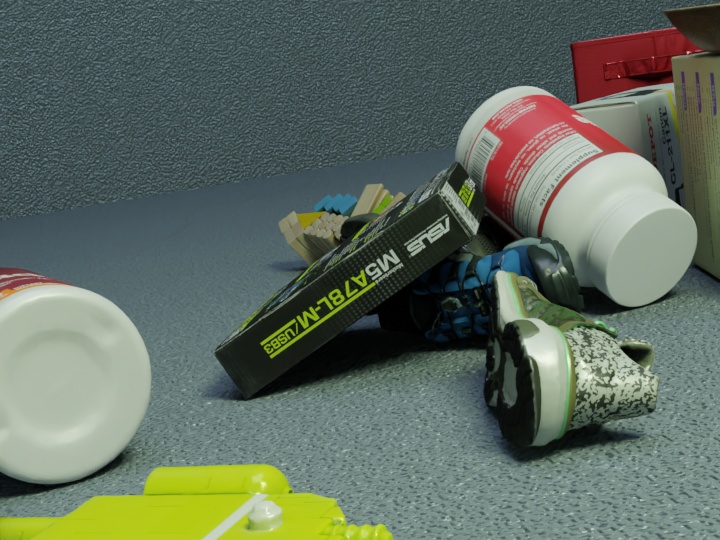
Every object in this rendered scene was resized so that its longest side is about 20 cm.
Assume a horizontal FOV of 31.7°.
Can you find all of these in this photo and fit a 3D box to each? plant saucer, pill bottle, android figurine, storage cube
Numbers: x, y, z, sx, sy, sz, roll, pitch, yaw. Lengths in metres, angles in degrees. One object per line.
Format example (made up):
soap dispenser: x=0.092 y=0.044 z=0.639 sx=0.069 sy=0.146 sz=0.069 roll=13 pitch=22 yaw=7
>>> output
plant saucer: x=0.322 y=-0.183 z=0.915 sx=0.199 sy=0.037 sz=0.200 roll=-8 pitch=10 yaw=1
pill bottle: x=-0.215 y=0.057 z=0.794 sx=0.114 sy=0.115 sz=0.200 roll=-13 pitch=10 yaw=-27
pill bottle: x=0.169 y=-0.058 z=1.002 sx=0.112 sy=0.113 sz=0.200 roll=-13 pitch=36 yaw=-25
android figurine: x=-0.086 y=0.123 z=0.511 sx=0.199 sy=0.041 sz=0.182 roll=-6 pitch=9 yaw=24
storage cube: x=0.321 y=-0.156 z=1.348 sx=0.170 sy=0.181 sz=0.200 roll=-6 pitch=3 yaw=14

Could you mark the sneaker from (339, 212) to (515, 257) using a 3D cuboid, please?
sneaker: x=0.071 y=-0.016 z=1.123 sx=0.114 sy=0.077 sz=0.199 roll=-13 pitch=13 yaw=-37

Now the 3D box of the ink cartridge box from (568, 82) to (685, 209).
ink cartridge box: x=0.262 y=-0.091 z=1.166 sx=0.082 sy=0.147 sz=0.200 roll=-3 pitch=11 yaw=34

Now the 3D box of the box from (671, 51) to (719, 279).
box: x=0.315 y=-0.083 z=0.971 sx=0.096 sy=0.177 sz=0.200 roll=-7 pitch=9 yaw=3

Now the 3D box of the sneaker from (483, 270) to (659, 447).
sneaker: x=0.118 y=0.052 z=0.717 sx=0.088 sy=0.077 sz=0.200 roll=4 pitch=14 yaw=-1

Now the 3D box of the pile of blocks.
pile of blocks: x=0.002 y=-0.040 z=1.335 sx=0.199 sy=0.062 sz=0.082 roll=4 pitch=57 yaw=45

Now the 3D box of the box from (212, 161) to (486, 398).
box: x=0.000 y=0.000 z=0.923 sx=0.193 sy=0.048 sz=0.200 roll=-38 pitch=3 yaw=12

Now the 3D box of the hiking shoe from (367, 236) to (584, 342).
hiking shoe: x=0.082 y=0.026 z=0.898 sx=0.086 sy=0.075 sz=0.200 roll=-21 pitch=3 yaw=-24
